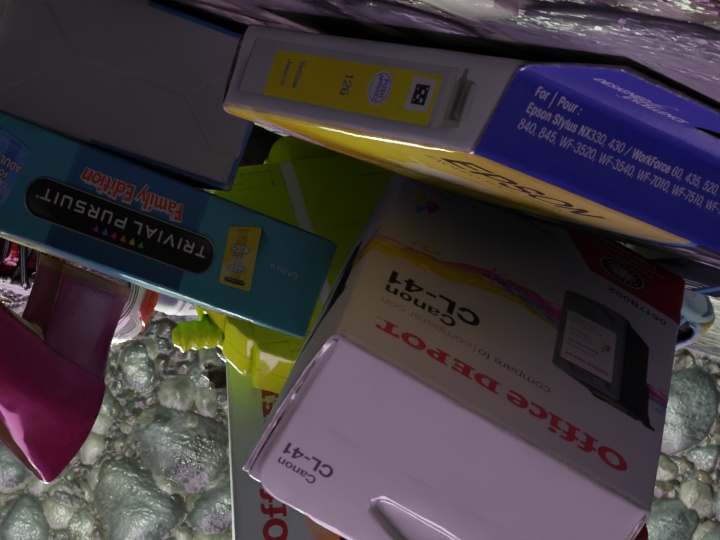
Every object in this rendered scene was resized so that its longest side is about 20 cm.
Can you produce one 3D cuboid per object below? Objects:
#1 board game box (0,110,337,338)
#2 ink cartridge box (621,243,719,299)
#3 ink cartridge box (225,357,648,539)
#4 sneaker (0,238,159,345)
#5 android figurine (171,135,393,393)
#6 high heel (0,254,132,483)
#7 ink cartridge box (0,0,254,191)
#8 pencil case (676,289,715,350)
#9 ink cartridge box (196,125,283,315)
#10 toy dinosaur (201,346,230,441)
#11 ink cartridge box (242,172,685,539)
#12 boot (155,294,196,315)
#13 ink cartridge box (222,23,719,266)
[{"bbox_3d":[-0.134,-0.031,0.880,0.200,0.047,0.151,21,177,-34],"label":"board game box"},{"bbox_3d":[0.182,-0.007,0.982,0.099,0.039,0.200,17,179,-3],"label":"ink cartridge box"},{"bbox_3d":[0.032,0.119,1.040,0.199,0.146,0.145,-4,144,-2],"label":"ink cartridge box"},{"bbox_3d":[-0.192,-0.011,1.037,0.199,0.078,0.082,18,-174,20],"label":"sneaker"},{"bbox_3d":[0.000,0.000,1.009,0.199,0.182,0.041,-10,145,-14],"label":"android figurine"},{"bbox_3d":[-0.199,0.022,0.871,0.200,0.096,0.067,21,178,-31],"label":"high heel"},{"bbox_3d":[-0.119,-0.085,0.933,0.115,0.068,0.200,19,179,-14],"label":"ink cartridge box"},{"bbox_3d":[0.108,0.056,1.167,0.083,0.200,0.091,19,-143,-50],"label":"pencil case"},{"bbox_3d":[-0.048,-0.023,1.311,0.200,0.088,0.145,21,-160,-47],"label":"ink cartridge box"},{"bbox_3d":[-0.028,0.056,1.227,0.199,0.077,0.102,12,139,-37],"label":"toy dinosaur"},{"bbox_3d":[0.052,0.043,0.866,0.147,0.086,0.200,29,-152,-3],"label":"ink cartridge box"},{"bbox_3d":[-0.154,-0.036,1.186,0.090,0.073,0.200,10,-165,-28],"label":"boot"},{"bbox_3d":[0.083,-0.040,0.774,0.197,0.047,0.200,19,180,-40],"label":"ink cartridge box"}]
